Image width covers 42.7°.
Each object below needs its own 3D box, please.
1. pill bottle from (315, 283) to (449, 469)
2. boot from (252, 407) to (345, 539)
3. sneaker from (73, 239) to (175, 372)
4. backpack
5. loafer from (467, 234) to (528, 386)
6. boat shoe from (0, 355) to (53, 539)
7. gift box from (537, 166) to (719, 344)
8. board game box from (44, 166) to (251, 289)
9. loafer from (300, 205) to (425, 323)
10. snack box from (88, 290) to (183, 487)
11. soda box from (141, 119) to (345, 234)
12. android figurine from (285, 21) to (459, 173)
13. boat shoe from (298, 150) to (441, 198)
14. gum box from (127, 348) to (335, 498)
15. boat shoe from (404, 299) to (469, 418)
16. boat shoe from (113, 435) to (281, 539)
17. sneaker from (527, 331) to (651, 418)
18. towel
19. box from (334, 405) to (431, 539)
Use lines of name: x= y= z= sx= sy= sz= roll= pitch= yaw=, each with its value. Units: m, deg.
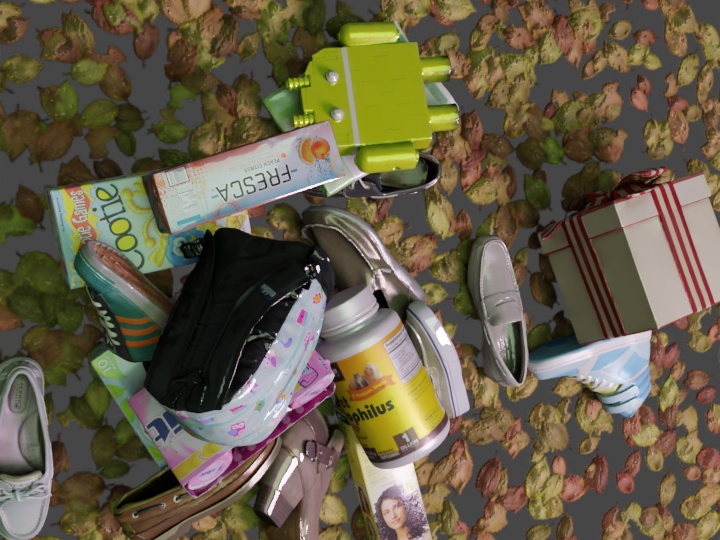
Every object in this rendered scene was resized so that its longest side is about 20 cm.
pill bottle: x=0.019 y=0.122 z=1.079 sx=0.108 sy=0.109 sz=0.202 roll=-30 pitch=99 yaw=-16
boot: x=-0.062 y=0.265 z=1.128 sx=0.147 sy=0.069 sz=0.201 roll=-59 pitch=149 yaw=-31
sneaker: x=-0.238 y=0.049 z=0.941 sx=0.080 sy=0.072 sz=0.200 roll=-37 pitch=139 yaw=-1
backpack: x=-0.119 y=0.069 z=0.910 sx=0.127 sy=0.165 sz=0.202 roll=55 pitch=50 yaw=-49
loafer: x=0.187 y=0.053 z=1.207 sx=0.069 sy=0.070 sz=0.203 roll=-15 pitch=102 yaw=-19
boat shoe: x=-0.371 y=0.198 z=0.999 sx=0.073 sy=0.065 sz=0.205 roll=3 pitch=95 yaw=-22
gift box: x=0.347 y=-0.022 z=1.180 sx=0.198 sy=0.184 sz=0.189 roll=-16 pitch=85 yaw=-32
board game box: x=-0.231 y=-0.056 z=1.007 sx=0.198 sy=0.105 sz=0.105 roll=-13 pitch=100 yaw=-21
loafer: x=0.000 y=0.000 z=1.116 sx=0.200 sy=0.075 sz=0.070 roll=42 pitch=59 yaw=-21
snack box: x=-0.202 y=0.142 z=1.068 sx=0.141 sy=0.053 sz=0.202 roll=-33 pitch=109 yaw=-14
soda box: x=-0.120 y=-0.097 z=0.955 sx=0.198 sy=0.068 sz=0.064 roll=-20 pitch=101 yaw=-20
android figurine: x=0.013 y=-0.200 z=1.066 sx=0.197 sy=0.041 sz=0.185 roll=-4 pitch=77 yaw=-10
boat shoe: x=0.002 y=-0.123 z=1.116 sx=0.197 sy=0.068 sz=0.073 roll=-1 pitch=99 yaw=-20
gum box: x=-0.133 y=0.132 z=0.992 sx=0.199 sy=0.066 sz=0.114 roll=-37 pitch=68 yaw=-11
boat shoe: x=0.087 y=0.123 z=1.150 sx=0.062 sy=0.072 sz=0.201 roll=-29 pitch=128 yaw=-10
boat shoe: x=-0.180 y=0.230 z=1.023 sx=0.199 sy=0.072 sz=0.068 roll=-38 pitch=113 yaw=-13
sneaker: x=0.325 y=0.152 z=1.271 sx=0.198 sy=0.079 sz=0.132 roll=-13 pitch=99 yaw=-19
towel: x=0.001 y=-0.197 z=1.094 sx=0.199 sy=0.031 sz=0.150 roll=-34 pitch=80 yaw=-16
box: x=0.030 y=0.261 z=1.178 sx=0.074 sy=0.050 sz=0.203 roll=-20 pitch=102 yaw=-20
